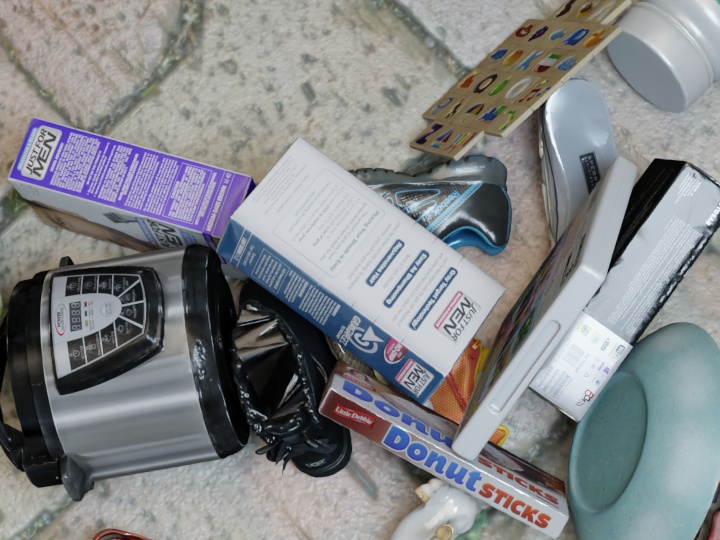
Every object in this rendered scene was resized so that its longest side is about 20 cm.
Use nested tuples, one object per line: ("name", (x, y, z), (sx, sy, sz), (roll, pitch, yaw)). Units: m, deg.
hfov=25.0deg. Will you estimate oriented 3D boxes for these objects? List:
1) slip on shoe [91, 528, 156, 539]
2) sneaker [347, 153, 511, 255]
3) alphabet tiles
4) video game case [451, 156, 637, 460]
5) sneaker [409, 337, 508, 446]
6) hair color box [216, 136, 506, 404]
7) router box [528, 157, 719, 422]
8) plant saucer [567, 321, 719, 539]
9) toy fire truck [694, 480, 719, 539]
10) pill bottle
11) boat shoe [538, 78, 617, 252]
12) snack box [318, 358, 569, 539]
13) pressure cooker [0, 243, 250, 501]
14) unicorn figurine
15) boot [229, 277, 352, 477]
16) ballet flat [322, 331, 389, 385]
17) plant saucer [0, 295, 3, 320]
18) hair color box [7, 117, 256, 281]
("slip on shoe", (-0.129, 0.256, 1.264), (0.199, 0.061, 0.074), (23, 72, 13))
("sneaker", (0.028, -0.041, 1.349), (0.199, 0.073, 0.082), (-10, 74, 5))
("alphabet tiles", (0.131, -0.163, 1.351), (0.200, 0.166, 0.006), (-43, 111, -9))
("video game case", (0.139, 0.025, 1.201), (0.024, 0.200, 0.183), (31, 120, 0))
("sneaker", (0.060, 0.057, 1.308), (0.077, 0.073, 0.201), (-22, 85, -5))
("hair color box", (0.000, 0.000, 1.237), (0.200, 0.061, 0.100), (36, 58, 3))
("router box", (0.196, 0.009, 1.228), (0.051, 0.149, 0.201), (35, 96, -2))
("plant saucer", (0.194, 0.129, 1.170), (0.038, 0.201, 0.202), (18, 70, -18))
("toy fire truck", (0.274, 0.193, 1.222), (0.199, 0.112, 0.169), (18, 91, 14))
("pill bottle", (0.307, -0.233, 1.364), (0.200, 0.113, 0.113), (-44, 71, -10))
("boat shoe", (0.180, -0.057, 1.338), (0.074, 0.086, 0.203), (-15, 97, -4))
("snack box", (0.063, 0.132, 1.207), (0.199, 0.072, 0.024), (29, 105, -3))
("pressure cooker", (-0.196, 0.079, 1.278), (0.199, 0.176, 0.180), (-9, 102, 4))
("unicorn figurine", (0.058, 0.202, 1.238), (0.199, 0.137, 0.074), (-31, 79, 10))
("boot", (-0.065, 0.065, 1.271), (0.073, 0.163, 0.199), (-20, 68, 6))
("ballet flat", (-0.019, 0.012, 1.309), (0.046, 0.067, 0.201), (-25, 90, 9))
("plant saucer", (-0.343, 0.017, 1.321), (0.048, 0.200, 0.201), (1, 53, -31))
("hair color box", (-0.182, -0.058, 1.360), (0.199, 0.109, 0.065), (17, 74, 13))
